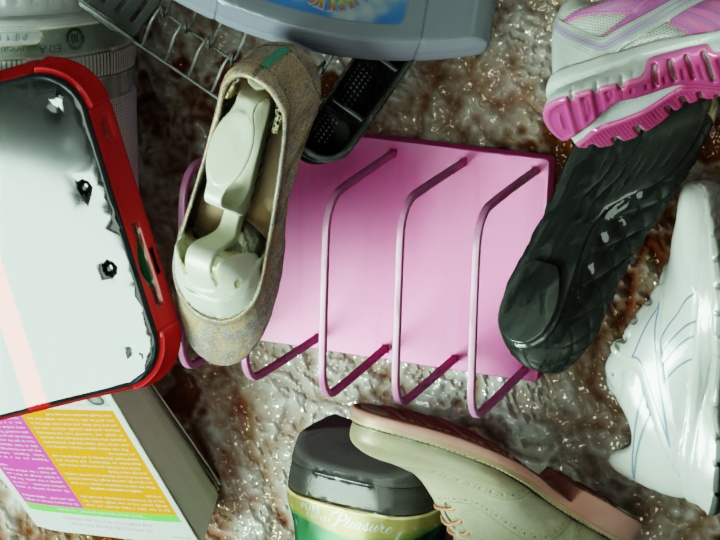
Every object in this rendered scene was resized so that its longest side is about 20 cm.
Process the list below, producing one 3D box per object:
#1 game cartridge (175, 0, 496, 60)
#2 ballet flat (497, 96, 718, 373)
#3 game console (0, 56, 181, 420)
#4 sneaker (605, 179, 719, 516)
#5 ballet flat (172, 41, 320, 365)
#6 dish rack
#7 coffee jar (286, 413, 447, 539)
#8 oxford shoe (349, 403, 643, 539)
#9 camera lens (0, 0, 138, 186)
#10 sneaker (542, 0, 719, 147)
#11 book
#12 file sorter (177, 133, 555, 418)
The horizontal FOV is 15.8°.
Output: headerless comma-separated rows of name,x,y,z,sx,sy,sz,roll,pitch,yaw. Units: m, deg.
game cartridge,-0.015,-0.192,1.492,0.199,0.040,0.134,10,78,-5
ballet flat,0.143,-0.032,1.503,0.066,0.057,0.200,32,87,33
game console,-0.207,-0.013,1.519,0.176,0.031,0.201,-13,100,21
sneaker,0.184,0.044,1.519,0.087,0.074,0.201,10,106,26
ballet flat,-0.075,-0.033,1.466,0.068,0.067,0.201,18,110,16
dish rack,-0.059,-0.167,1.524,0.200,0.055,0.154,34,74,0
coffee jar,0.005,0.193,1.621,0.104,0.085,0.201,11,108,26
oxford shoe,0.073,0.140,1.540,0.199,0.071,0.074,27,92,-17
camera lens,-0.217,-0.090,1.598,0.159,0.160,0.201,6,106,21
sneaker,0.193,-0.140,1.459,0.199,0.081,0.089,-12,63,6
book,-0.189,0.097,1.638,0.133,0.048,0.200,-2,140,24
file sorter,0.000,0.000,1.552,0.199,0.125,0.140,8,107,20
